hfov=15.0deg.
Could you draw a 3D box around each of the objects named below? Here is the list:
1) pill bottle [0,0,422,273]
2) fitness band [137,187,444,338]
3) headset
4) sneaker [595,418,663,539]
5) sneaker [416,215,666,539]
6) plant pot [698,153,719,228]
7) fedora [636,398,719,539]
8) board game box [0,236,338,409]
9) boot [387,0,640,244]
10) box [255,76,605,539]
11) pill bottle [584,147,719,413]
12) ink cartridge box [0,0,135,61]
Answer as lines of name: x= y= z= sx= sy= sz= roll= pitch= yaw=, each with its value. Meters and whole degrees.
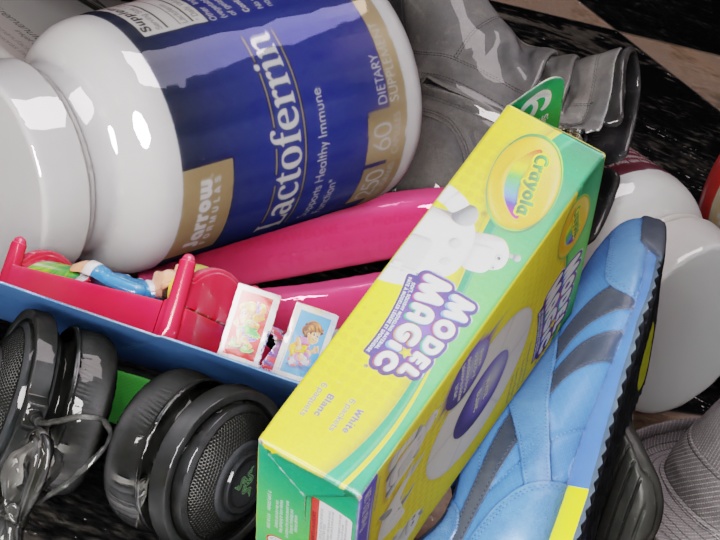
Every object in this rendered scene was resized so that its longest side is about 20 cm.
pill bottle: x=-0.081 y=-0.064 z=1.209 sx=0.200 sy=0.116 sz=0.116 roll=-19 pitch=41 yaw=-34
fitness band: x=0.000 y=0.000 z=1.220 sx=0.199 sy=0.038 sz=0.144 roll=-9 pitch=19 yaw=-13
headset: x=-0.096 y=0.073 z=1.019 sx=0.123 sy=0.094 sz=0.200 roll=19 pitch=3 yaw=10
sneaker: x=0.096 y=0.061 z=1.225 sx=0.088 sy=0.074 sz=0.200 roll=8 pitch=24 yaw=-32
sneaker: x=0.072 y=0.052 z=1.112 sx=0.078 sy=0.066 sz=0.200 roll=14 pitch=57 yaw=14
plant pot: x=0.289 y=-0.014 z=1.463 sx=0.182 sy=0.201 sz=0.200 roll=-2 pitch=30 yaw=-44
fedora: x=0.221 y=0.087 z=1.270 sx=0.200 sy=0.091 sz=0.177 roll=7 pitch=24 yaw=-38
board game box: x=-0.085 y=0.013 z=1.099 sx=0.199 sy=0.039 sz=0.158 roll=19 pitch=-8 yaw=-10
boot: x=0.078 y=-0.103 z=1.343 sx=0.131 sy=0.201 sz=0.070 roll=0 pitch=-19 yaw=25
box: x=0.032 y=0.028 z=1.027 sx=0.048 sy=0.117 sz=0.200 roll=27 pitch=61 yaw=14
pill bottle: x=0.100 y=-0.019 z=1.385 sx=0.114 sy=0.114 sz=0.200 roll=3 pitch=26 yaw=-44
ink cartridge box: x=-0.141 y=-0.088 z=1.344 sx=0.200 sy=0.083 sz=0.147 roll=-1 pitch=29 yaw=-48
